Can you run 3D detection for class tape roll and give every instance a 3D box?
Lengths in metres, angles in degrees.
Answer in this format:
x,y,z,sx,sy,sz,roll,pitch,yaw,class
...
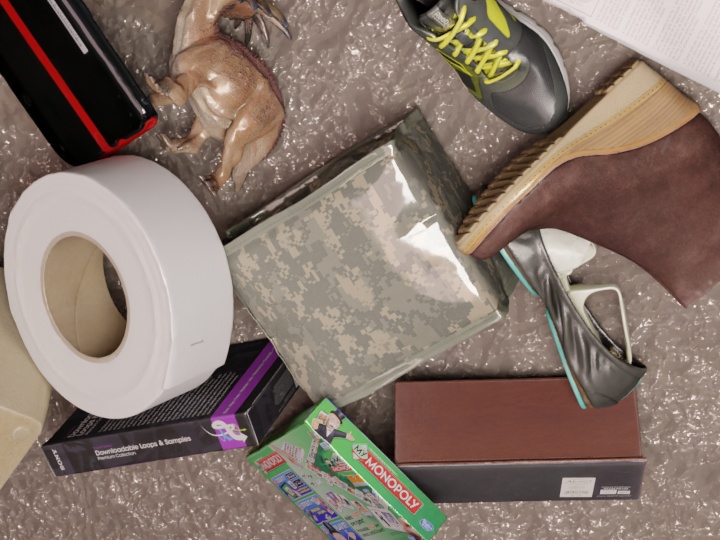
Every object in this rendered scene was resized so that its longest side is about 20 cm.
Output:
x,y,z,sx,sy,sz,roll,pitch,yaw,class
-0.194,0.014,1.189,0.201,0.071,0.204,14,112,36,tape roll

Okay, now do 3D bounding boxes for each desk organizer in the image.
x,y,z,sx,sy,sz,roll,pitch,yaw,class
0.125,0.136,1.201,0.198,0.078,0.072,-2,147,4,desk organizer

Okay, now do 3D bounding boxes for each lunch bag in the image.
x,y,z,sx,sy,sz,roll,pitch,yaw,class
0.000,0.000,1.166,0.199,0.118,0.165,-30,101,23,lunch bag

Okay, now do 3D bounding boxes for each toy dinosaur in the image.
x,y,z,sx,sy,sz,roll,pitch,yaw,class
-0.099,-0.147,1.164,0.086,0.135,0.201,33,156,51,toy dinosaur

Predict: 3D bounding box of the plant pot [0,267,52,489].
x,y,z,sx,sy,sz,roll,pitch,yaw,class
-0.368,0.106,1.237,0.199,0.177,0.200,28,107,-35,plant pot

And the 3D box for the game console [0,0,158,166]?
x,y,z,sx,sy,sz,roll,pitch,yaw,class
-0.246,-0.180,1.177,0.201,0.031,0.176,56,149,-9,game console

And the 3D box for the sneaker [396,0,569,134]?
x,y,z,sx,sy,sz,roll,pitch,yaw,class
0.074,-0.173,1.083,0.074,0.085,0.200,-37,96,29,sneaker

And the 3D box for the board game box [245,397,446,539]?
x,y,z,sx,sy,sz,roll,pitch,yaw,class
-0.017,0.177,1.232,0.135,0.029,0.200,45,157,-2,board game box

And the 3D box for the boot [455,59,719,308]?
x,y,z,sx,sy,sz,roll,pitch,yaw,class
0.187,-0.032,1.080,0.200,0.072,0.167,-41,100,1,boot

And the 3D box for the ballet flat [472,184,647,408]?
x,y,z,sx,sy,sz,roll,pitch,yaw,class
0.160,0.011,1.146,0.068,0.068,0.201,-26,104,15,ballet flat

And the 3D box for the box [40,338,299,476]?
x,y,z,sx,sy,sz,roll,pitch,yaw,class
-0.150,0.112,1.252,0.198,0.143,0.036,-10,111,24,box

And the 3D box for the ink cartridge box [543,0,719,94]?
x,y,z,sx,sy,sz,roll,pitch,yaw,class
0.218,-0.232,1.032,0.199,0.050,0.162,29,119,10,ink cartridge box
